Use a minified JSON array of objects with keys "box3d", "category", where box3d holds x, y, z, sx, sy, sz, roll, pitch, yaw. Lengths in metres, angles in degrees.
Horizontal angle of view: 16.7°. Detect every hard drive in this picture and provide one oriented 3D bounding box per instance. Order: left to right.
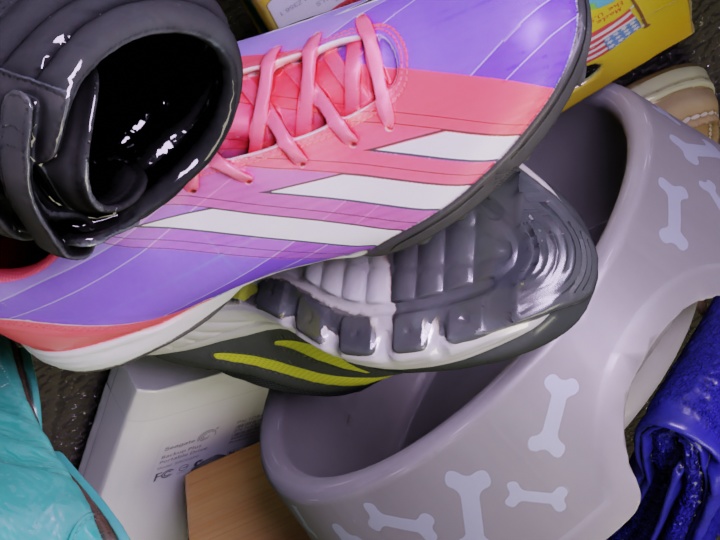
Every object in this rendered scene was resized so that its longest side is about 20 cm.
[{"box3d":[-0.053,0.081,0.968,0.132,0.027,0.200,-15,148,-29],"category":"hard drive"}]

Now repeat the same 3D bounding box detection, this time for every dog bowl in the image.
[{"box3d":[0.046,0.021,0.814,0.200,0.200,0.059,-42,112,18],"category":"dog bowl"}]

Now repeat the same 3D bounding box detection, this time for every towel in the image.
[{"box3d":[0.165,0.025,0.972,0.200,0.050,0.148,-55,168,-26],"category":"towel"}]

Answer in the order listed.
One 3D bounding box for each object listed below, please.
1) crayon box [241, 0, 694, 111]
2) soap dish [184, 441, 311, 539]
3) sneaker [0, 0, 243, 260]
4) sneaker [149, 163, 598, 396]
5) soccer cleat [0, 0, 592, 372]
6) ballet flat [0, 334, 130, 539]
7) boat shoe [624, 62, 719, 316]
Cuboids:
[{"box3d":[0.025,-0.100,0.720,0.127,0.051,0.200,-31,153,-1],"category":"crayon box"},{"box3d":[0.012,0.118,0.972,0.157,0.081,0.200,-23,152,-8],"category":"soap dish"},{"box3d":[-0.118,-0.031,0.610,0.200,0.099,0.071,-33,137,-11],"category":"sneaker"},{"box3d":[0.000,0.000,0.753,0.200,0.075,0.085,1,165,44],"category":"sneaker"},{"box3d":[-0.032,-0.034,0.663,0.200,0.068,0.073,-26,147,24],"category":"soccer cleat"},{"box3d":[-0.121,0.066,0.742,0.070,0.200,0.067,-2,107,-18],"category":"ballet flat"},{"box3d":[0.105,0.001,0.955,0.074,0.066,0.200,-20,151,-22],"category":"boat shoe"}]
